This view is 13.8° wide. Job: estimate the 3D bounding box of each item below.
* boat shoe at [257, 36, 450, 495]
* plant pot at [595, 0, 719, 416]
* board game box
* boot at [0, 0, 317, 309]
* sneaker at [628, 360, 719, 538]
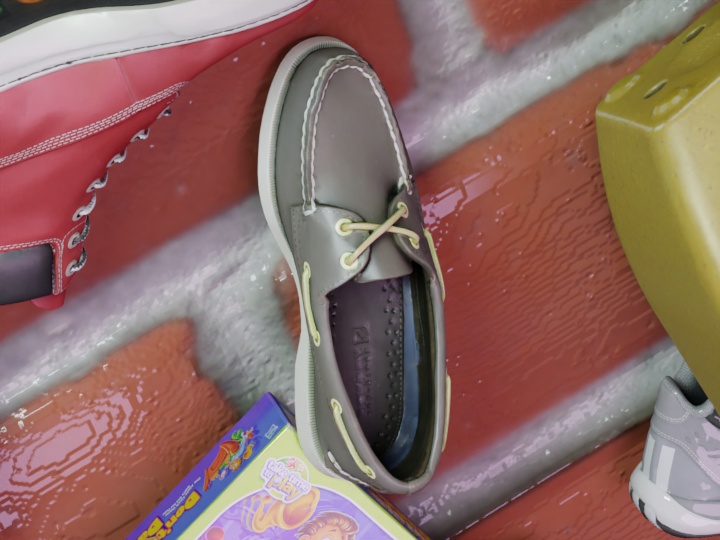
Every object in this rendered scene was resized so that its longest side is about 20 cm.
[{"bbox_3d":[0.003,-0.001,1.299,0.072,0.060,0.203,-14,106,-28],"label":"boat shoe"},{"bbox_3d":[0.219,-0.032,1.353,0.195,0.194,0.200,-39,103,-3],"label":"plant pot"},{"bbox_3d":[-0.017,0.173,1.393,0.134,0.045,0.200,-46,113,3],"label":"board game box"},{"bbox_3d":[-0.102,-0.060,1.224,0.199,0.072,0.145,-20,129,-9],"label":"boot"},{"bbox_3d":[0.234,0.064,1.511,0.199,0.075,0.116,-11,123,-24],"label":"sneaker"}]
